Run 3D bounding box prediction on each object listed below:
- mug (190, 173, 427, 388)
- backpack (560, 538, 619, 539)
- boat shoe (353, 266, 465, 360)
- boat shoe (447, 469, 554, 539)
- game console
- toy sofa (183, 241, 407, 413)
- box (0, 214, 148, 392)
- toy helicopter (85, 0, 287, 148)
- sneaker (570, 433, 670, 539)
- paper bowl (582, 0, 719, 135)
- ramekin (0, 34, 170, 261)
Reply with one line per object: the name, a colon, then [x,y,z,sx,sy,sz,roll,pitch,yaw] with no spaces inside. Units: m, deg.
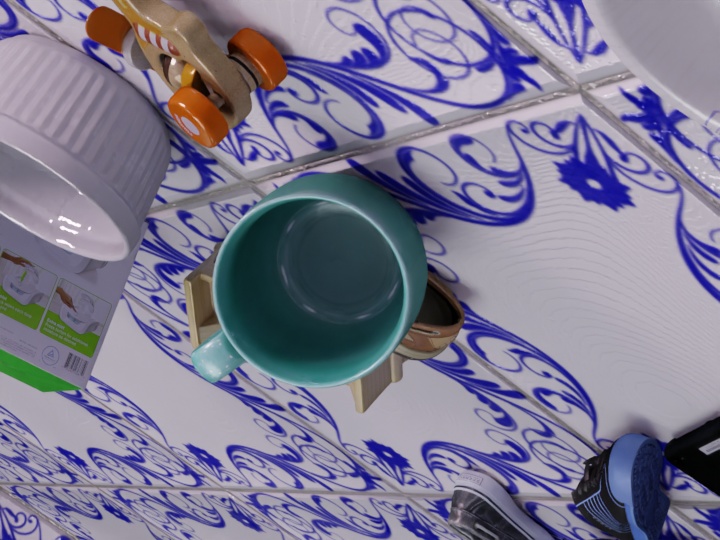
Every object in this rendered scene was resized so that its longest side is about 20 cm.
mug: [-0.040,0.003,1.610,0.184,0.153,0.114,-2,-166,14]
backpack: [0.284,0.348,2.028,0.200,0.163,0.168,-9,148,43]
boat shoe: [0.000,0.000,1.703,0.199,0.076,0.074,28,155,-14]
boat shoe: [0.143,0.282,2.188,0.072,0.071,0.200,11,154,44]
game console: [0.348,0.169,1.678,0.177,0.031,0.200,34,161,-1]
toy sofa: [-0.053,0.041,1.883,0.199,0.098,0.083,20,134,28]
box: [-0.322,-0.007,1.935,0.200,0.177,0.097,28,160,-29]
toy helicopter: [-0.151,-0.180,1.491,0.200,0.079,0.132,50,164,-21]
sneaker: [0.222,0.190,1.845,0.078,0.070,0.200,17,158,20]
paper bowl: [0.208,-0.141,0.973,0.200,0.105,0.201,27,162,10]
ramekin: [-0.251,-0.105,1.740,0.200,0.105,0.200,27,161,10]
